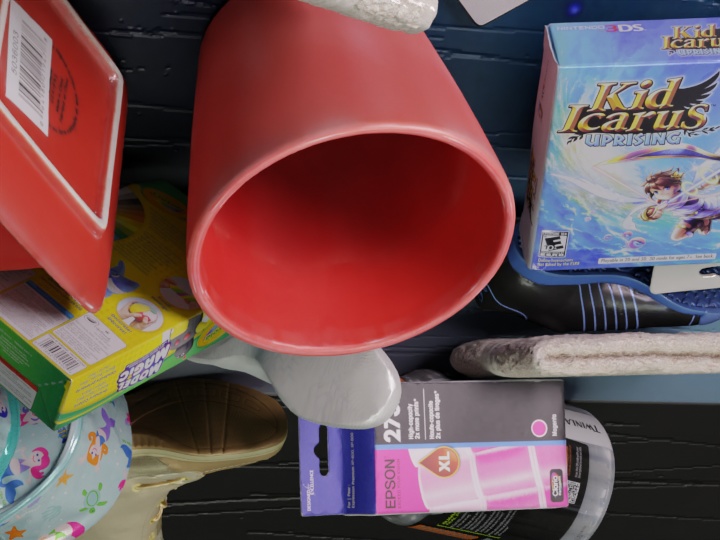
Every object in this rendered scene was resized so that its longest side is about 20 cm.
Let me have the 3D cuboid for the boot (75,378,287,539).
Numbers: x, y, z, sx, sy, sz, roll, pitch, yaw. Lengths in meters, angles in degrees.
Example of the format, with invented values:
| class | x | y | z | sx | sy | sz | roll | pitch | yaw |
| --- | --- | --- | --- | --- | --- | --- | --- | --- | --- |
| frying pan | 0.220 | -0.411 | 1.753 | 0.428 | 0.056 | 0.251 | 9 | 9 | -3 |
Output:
| class | x | y | z | sx | sy | sz | roll | pitch | yaw |
| --- | --- | --- | --- | --- | --- | --- | --- | --- | --- |
| boot | -0.152 | 0.162 | 1.497 | 0.200 | 0.073 | 0.156 | -7 | 137 | -4 |

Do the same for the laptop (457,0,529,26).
| class | x | y | z | sx | sy | sz | roll | pitch | yaw |
| --- | --- | --- | --- | --- | --- | --- | --- | --- | --- |
| laptop | 0.115 | -0.212 | 1.125 | 0.187 | 0.116 | 0.200 | -27 | 136 | 16 |

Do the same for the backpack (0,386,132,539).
| class | x | y | z | sx | sy | sz | roll | pitch | yaw |
| --- | --- | --- | --- | --- | --- | --- | --- | --- | --- |
| backpack | -0.264 | 0.121 | 1.349 | 0.200 | 0.178 | 0.151 | -28 | 141 | 10 |

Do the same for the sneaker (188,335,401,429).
| class | x | y | z | sx | sy | sz | roll | pitch | yaw |
| --- | --- | --- | --- | --- | --- | --- | --- | --- | --- |
| sneaker | -0.036 | 0.059 | 1.358 | 0.088 | 0.200 | 0.075 | 19 | 92 | -51 |

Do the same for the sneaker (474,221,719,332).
| class | x | y | z | sx | sy | sz | roll | pitch | yaw |
| --- | --- | --- | --- | --- | --- | --- | --- | --- | --- |
| sneaker | 0.178 | 0.011 | 1.429 | 0.200 | 0.070 | 0.078 | 12 | 144 | -24 |

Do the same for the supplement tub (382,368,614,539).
| class | x | y | z | sx | sy | sz | roll | pitch | yaw |
| --- | --- | --- | --- | --- | --- | --- | --- | --- | --- |
| supplement tub | 0.086 | 0.146 | 1.504 | 0.200 | 0.123 | 0.123 | 16 | 131 | -29 |

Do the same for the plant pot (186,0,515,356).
| class | x | y | z | sx | sy | sz | roll | pitch | yaw |
| --- | --- | --- | --- | --- | --- | --- | --- | --- | --- |
| plant pot | -0.018 | -0.077 | 1.190 | 0.200 | 0.177 | 0.201 | -7 | 139 | -6 |

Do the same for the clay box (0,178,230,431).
| class | x | y | z | sx | sy | sz | roll | pitch | yaw |
| --- | --- | --- | --- | --- | --- | --- | --- | --- | --- |
| clay box | -0.153 | 0.014 | 1.200 | 0.200 | 0.115 | 0.048 | -27 | 149 | -49 |

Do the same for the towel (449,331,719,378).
| class | x | y | z | sx | sy | sz | roll | pitch | yaw |
| --- | --- | --- | --- | --- | --- | --- | --- | --- | --- |
| towel | 0.183 | 0.062 | 1.442 | 0.200 | 0.035 | 0.133 | 0 | 176 | -25 |

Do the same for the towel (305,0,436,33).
| class | x | y | z | sx | sy | sz | roll | pitch | yaw |
| --- | --- | --- | --- | --- | --- | --- | --- | --- | --- |
| towel | -0.056 | -0.171 | 1.069 | 0.132 | 0.200 | 0.035 | 12 | 101 | -26 |

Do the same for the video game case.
| class | x | y | z | sx | sy | sz | roll | pitch | yaw |
| --- | --- | --- | --- | --- | --- | --- | --- | --- | --- |
| video game case | 0.210 | -0.079 | 1.251 | 0.200 | 0.045 | 0.181 | -3 | 136 | -5 |

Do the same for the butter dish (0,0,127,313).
| class | x | y | z | sx | sy | sz | roll | pitch | yaw |
| --- | --- | --- | --- | --- | --- | --- | --- | --- | --- |
| butter dish | -0.236 | -0.087 | 1.125 | 0.148 | 0.200 | 0.200 | -14 | 139 | 18 |

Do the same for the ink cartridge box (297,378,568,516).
| class | x | y | z | sx | sy | sz | roll | pitch | yaw |
| --- | --- | --- | --- | --- | --- | --- | --- | --- | --- |
| ink cartridge box | 0.054 | 0.127 | 1.403 | 0.200 | 0.095 | 0.037 | 0 | 175 | -19 |

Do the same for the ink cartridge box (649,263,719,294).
| class | x | y | z | sx | sy | sz | roll | pitch | yaw |
| --- | --- | --- | --- | --- | --- | --- | --- | --- | --- |
| ink cartridge box | 0.254 | -0.077 | 1.343 | 0.117 | 0.067 | 0.200 | -6 | 137 | -6 |
